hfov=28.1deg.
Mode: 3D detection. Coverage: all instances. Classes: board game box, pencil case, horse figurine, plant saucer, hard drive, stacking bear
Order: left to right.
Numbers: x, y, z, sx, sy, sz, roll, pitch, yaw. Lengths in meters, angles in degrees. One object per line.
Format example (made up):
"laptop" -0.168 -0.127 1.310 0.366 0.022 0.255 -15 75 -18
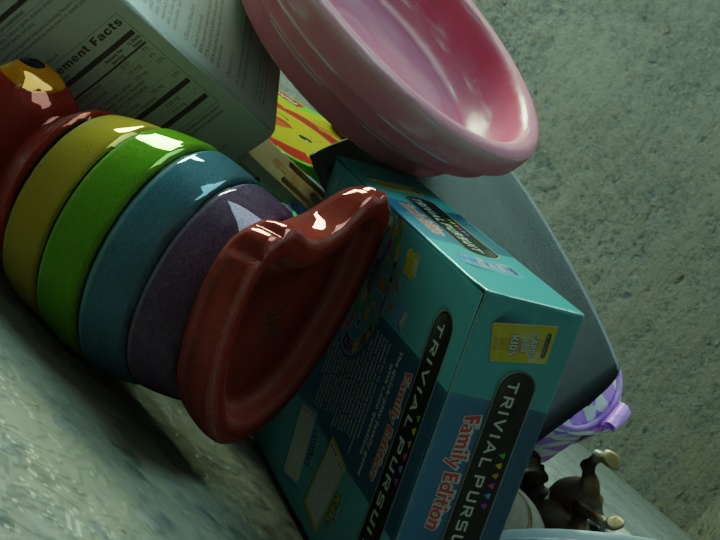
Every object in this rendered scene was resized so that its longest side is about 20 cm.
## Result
"stacking bear" -0.109 -0.023 0.622 0.200 0.114 0.121 31 26 19
"plant saucer" 0.008 -0.122 0.745 0.200 0.051 0.201 37 28 -23
"board game box" 0.014 0.049 0.646 0.047 0.152 0.200 13 14 -22
"hard drive" 0.066 0.000 0.817 0.135 0.042 0.201 -24 81 -51
"pencil case" 0.104 0.100 0.957 0.085 0.084 0.200 40 -30 1
"horse figurine" 0.158 0.180 0.899 0.200 0.050 0.133 48 -23 1

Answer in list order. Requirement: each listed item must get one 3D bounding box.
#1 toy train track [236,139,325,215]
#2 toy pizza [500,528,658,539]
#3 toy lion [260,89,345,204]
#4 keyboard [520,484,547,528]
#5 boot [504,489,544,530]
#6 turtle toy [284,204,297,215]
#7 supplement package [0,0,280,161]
"toy train track" 0.000 0.000 0.810 0.200 0.032 0.115 43 37 -17
"toy pizza" 0.134 0.174 0.711 0.199 0.032 0.200 11 -25 5
"toy lion" -0.074 -0.098 0.916 0.200 0.069 0.192 34 16 17
"keyboard" 0.084 0.159 0.899 0.200 0.040 0.104 60 -12 -22
"boot" 0.028 0.116 0.836 0.200 0.070 0.146 36 -11 50
"turtle toy" -0.078 -0.029 1.022 0.200 0.101 0.146 36 2 8
"supplement package" -0.159 -0.138 0.725 0.200 0.150 0.152 40 33 -32
